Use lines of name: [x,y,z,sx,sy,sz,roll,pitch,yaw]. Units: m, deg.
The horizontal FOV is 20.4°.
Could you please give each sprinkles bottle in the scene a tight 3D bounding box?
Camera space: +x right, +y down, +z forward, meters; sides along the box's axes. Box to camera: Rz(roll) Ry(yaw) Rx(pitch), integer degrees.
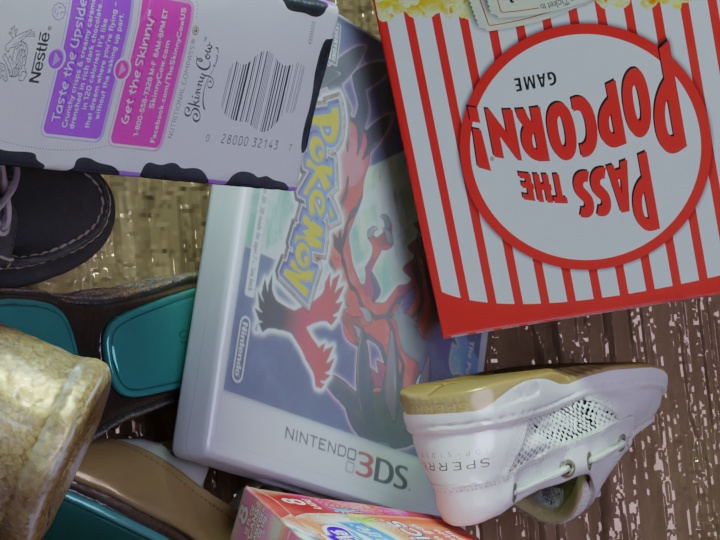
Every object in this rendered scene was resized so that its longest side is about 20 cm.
sprinkles bottle: [-0.183,0.021,0.638,0.200,0.068,0.068,24,69,-1]

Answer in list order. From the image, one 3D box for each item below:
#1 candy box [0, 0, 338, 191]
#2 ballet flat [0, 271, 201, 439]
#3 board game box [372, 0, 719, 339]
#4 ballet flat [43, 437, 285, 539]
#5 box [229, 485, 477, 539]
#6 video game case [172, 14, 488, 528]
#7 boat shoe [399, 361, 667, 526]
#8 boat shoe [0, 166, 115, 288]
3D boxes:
candy box: [-0.137,-0.086,0.675,0.200,0.168,0.072,2,105,-52]
ballet flat: [-0.123,0.040,0.768,0.200,0.067,0.068,-4,86,-53]
board game box: [0.090,-0.082,0.839,0.151,0.046,0.200,-10,102,12]
ballet flat: [-0.066,0.107,0.821,0.200,0.069,0.063,37,55,-30]
box: [-0.014,0.197,0.774,0.103,0.095,0.200,12,99,-28]
video game case: [0.000,0.000,0.858,0.182,0.023,0.200,24,68,-49]
boat shoe: [0.079,0.077,0.877,0.200,0.071,0.069,-3,87,-58]
boat shoe: [-0.174,-0.030,0.720,0.200,0.057,0.067,7,77,-30]
